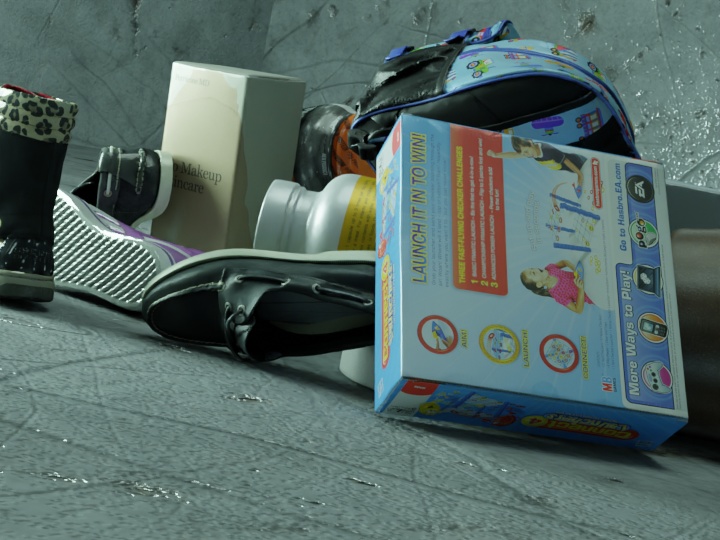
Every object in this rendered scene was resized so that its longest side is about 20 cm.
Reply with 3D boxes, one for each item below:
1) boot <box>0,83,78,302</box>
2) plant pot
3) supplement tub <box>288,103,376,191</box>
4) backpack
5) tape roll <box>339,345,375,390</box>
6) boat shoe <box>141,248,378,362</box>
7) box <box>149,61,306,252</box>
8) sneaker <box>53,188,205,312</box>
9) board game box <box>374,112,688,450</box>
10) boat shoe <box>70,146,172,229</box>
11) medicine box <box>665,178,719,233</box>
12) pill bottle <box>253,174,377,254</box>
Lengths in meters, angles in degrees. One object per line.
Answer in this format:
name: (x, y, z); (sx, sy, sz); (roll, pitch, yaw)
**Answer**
boot: (-0.282, -0.067, 1.206); (0.073, 0.154, 0.203); (7, 7, -41)
plant pot: (0.315, 0.052, 1.125); (0.198, 0.200, 0.200); (4, 2, 21)
supplement tub: (-0.060, -0.083, 1.430); (0.200, 0.123, 0.122); (-7, -7, 36)
backpack: (0.117, -0.101, 1.213); (0.200, 0.183, 0.135); (-14, 35, 30)
tape roll: (0.085, 0.073, 1.150); (0.203, 0.037, 0.203); (12, 6, -1)
boat shoe: (-0.062, 0.032, 1.091); (0.199, 0.075, 0.066); (-1, 42, 10)
box: (-0.116, -0.072, 1.348); (0.095, 0.200, 0.078); (13, 10, 36)
sneaker: (-0.190, -0.007, 1.287); (0.200, 0.073, 0.114); (29, 11, 37)
board game box: (0.110, 0.008, 1.054); (0.196, 0.200, 0.056); (10, -31, -14)
boat shoe: (-0.227, -0.056, 1.370); (0.068, 0.072, 0.200); (3, -20, -28)
medicine box: (0.261, 0.009, 1.415); (0.103, 0.182, 0.200); (12, 5, -3)
pill bottle: (0.027, -0.012, 1.160); (0.200, 0.104, 0.104); (12, 5, 7)
